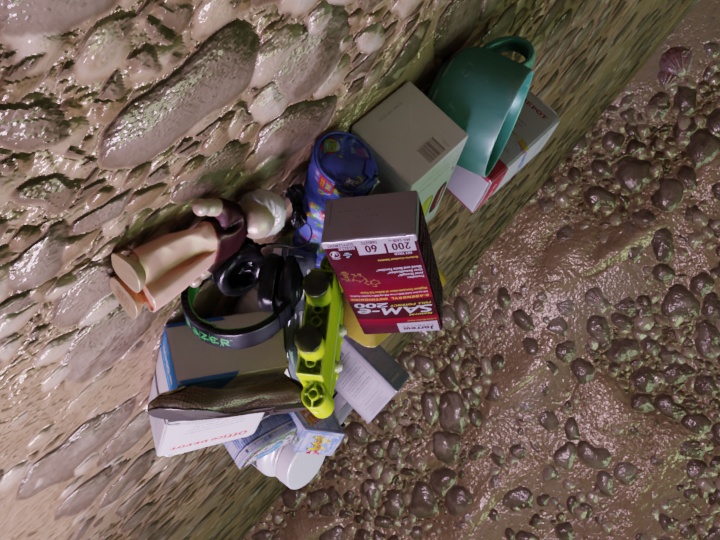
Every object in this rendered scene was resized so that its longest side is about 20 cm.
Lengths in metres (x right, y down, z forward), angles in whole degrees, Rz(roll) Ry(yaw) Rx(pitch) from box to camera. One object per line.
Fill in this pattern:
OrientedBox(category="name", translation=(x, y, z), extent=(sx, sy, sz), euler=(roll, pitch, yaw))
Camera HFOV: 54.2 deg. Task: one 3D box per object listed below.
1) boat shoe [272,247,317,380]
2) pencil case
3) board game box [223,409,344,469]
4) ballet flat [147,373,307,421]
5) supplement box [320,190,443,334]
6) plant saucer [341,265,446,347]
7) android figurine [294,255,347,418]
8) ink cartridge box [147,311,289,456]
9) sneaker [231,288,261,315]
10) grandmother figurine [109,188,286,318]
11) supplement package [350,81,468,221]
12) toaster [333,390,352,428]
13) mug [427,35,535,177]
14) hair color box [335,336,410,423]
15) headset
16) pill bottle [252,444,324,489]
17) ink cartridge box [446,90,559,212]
OrientedBox(category="boat shoe", translation=(-0.078, 0.065, 0.925), extent=(0.073, 0.060, 0.205), euler=(-97, -176, -63))
OrientedBox(category="pencil case", translation=(-0.033, -0.081, 0.870), extent=(0.201, 0.085, 0.079), euler=(113, 0, -57))
OrientedBox(category="board game box", translation=(-0.127, 0.210, 1.086), extent=(0.197, 0.201, 0.062), euler=(-19, 149, -43))
OrientedBox(category="ballet flat", translation=(-0.151, 0.146, 0.822), extent=(0.195, 0.048, 0.067), euler=(2, 162, -30))
OrientedBox(category="supplement box", translation=(0.032, -0.001, 0.817), extent=(0.202, 0.105, 0.062), euler=(66, 25, -53))
OrientedBox(category="plant saucer", translation=(0.000, 0.000, 1.021), extent=(0.199, 0.197, 0.050), euler=(-37, 143, -40))
OrientedBox(category="android figurine", translation=(-0.043, 0.080, 0.842), extent=(0.201, 0.040, 0.187), euler=(78, 17, -66))
OrientedBox(category="ink cartridge box", translation=(-0.192, 0.150, 0.917), extent=(0.142, 0.086, 0.202), euler=(-7, 147, -30))
OrientedBox(category="sneaker", translation=(-0.164, 0.100, 0.991), extent=(0.084, 0.073, 0.201), euler=(-42, 168, -30))
OrientedBox(category="grandmother figurine", translation=(-0.152, -0.025, 0.702), extent=(0.198, 0.061, 0.122), euler=(-35, 169, -38))
OrientedBox(category="supplement package", translation=(0.050, -0.127, 0.948), extent=(0.113, 0.109, 0.201), euler=(-41, 166, -22))
OrientedBox(category="toaster", translation=(-0.087, 0.209, 1.327), extent=(0.119, 0.181, 0.199), euler=(-49, 167, 9))
OrientedBox(category="mug", translation=(0.159, -0.231, 0.971), extent=(0.186, 0.112, 0.155), euler=(-52, 163, -46))
OrientedBox(category="hair color box", translation=(-0.021, 0.152, 1.213), extent=(0.100, 0.200, 0.060), euler=(-51, 172, 35))
OrientedBox(category="headset", translation=(-0.114, -0.007, 0.775), extent=(0.201, 0.121, 0.096), euler=(-53, 157, -39))
OrientedBox(category="pill bottle", translation=(-0.157, 0.270, 1.181), extent=(0.112, 0.197, 0.116), euler=(-33, 138, -37))
OrientedBox(category="ink cartridge box", translation=(0.196, -0.211, 1.104), extent=(0.199, 0.146, 0.083), euler=(-39, 165, -30))
